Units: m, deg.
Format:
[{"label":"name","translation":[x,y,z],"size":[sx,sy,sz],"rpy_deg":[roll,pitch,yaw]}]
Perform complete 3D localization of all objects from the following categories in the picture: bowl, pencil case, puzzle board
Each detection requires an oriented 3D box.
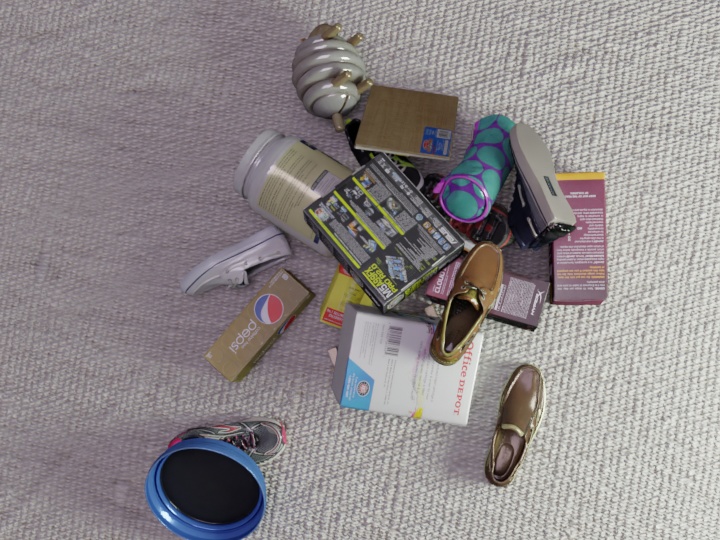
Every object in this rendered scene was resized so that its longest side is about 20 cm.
[{"label":"bowl","translation":[-0.249,0.358,1.563],"size":[0.200,0.039,0.201],"rpy_deg":[3,117,6]},{"label":"pencil case","translation":[0.189,-0.163,1.513],"size":[0.092,0.085,0.200],"rpy_deg":[31,45,1]},{"label":"puzzle board","translation":[0.078,-0.239,1.557],"size":[0.150,0.200,0.017],"rpy_deg":[9,129,3]}]

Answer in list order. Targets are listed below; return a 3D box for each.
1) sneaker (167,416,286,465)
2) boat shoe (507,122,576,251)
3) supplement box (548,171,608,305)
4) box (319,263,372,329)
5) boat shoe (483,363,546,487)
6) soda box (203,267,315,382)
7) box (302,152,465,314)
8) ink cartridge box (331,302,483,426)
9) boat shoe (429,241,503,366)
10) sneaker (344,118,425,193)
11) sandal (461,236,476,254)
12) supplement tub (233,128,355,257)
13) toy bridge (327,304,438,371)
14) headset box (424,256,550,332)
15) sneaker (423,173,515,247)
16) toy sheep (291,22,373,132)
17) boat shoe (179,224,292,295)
[{"label":"sneaker","translation":[-0.220,0.293,1.593],"size":[0.199,0.075,0.081],"rpy_deg":[-11,83,7]},{"label":"boat shoe","translation":[0.254,-0.124,1.479],"size":[0.093,0.074,0.201],"rpy_deg":[-41,53,41]},{"label":"supplement box","translation":[0.343,-0.047,1.524],"size":[0.085,0.110,0.201],"rpy_deg":[-1,84,8]},{"label":"box","translation":[0.000,0.000,1.557],"size":[0.075,0.050,0.200],"rpy_deg":[21,112,-8]},{"label":"boat shoe","translation":[0.249,0.248,1.527],"size":[0.074,0.075,0.203],"rpy_deg":[14,87,9]},{"label":"soda box","translation":[-0.168,0.092,1.609],"size":[0.068,0.064,0.200],"rpy_deg":[41,92,10]},{"label":"box","translation":[0.034,-0.059,1.451],"size":[0.160,0.044,0.200],"rpy_deg":[-38,72,-12]},{"label":"ink cartridge box","translation":[0.069,0.143,1.497],"size":[0.199,0.146,0.147],"rpy_deg":[10,93,-8]},{"label":"boat shoe","translation":[0.163,0.045,1.402],"size":[0.072,0.068,0.201],"rpy_deg":[20,77,4]},{"label":"sneaker","translation":[0.027,-0.181,1.560],"size":[0.072,0.083,0.200],"rpy_deg":[-43,50,1]},{"label":"sandal","translation":[0.112,-0.049,1.574],"size":[0.206,0.079,0.059],"rpy_deg":[28,86,8]},{"label":"supplement tub","translation":[-0.094,-0.130,1.579],"size":[0.200,0.145,0.145],"rpy_deg":[33,90,10]},{"label":"toy bridge","translation":[0.043,0.126,1.593],"size":[0.199,0.027,0.067],"rpy_deg":[-24,83,4]},{"label":"headset box","translation":[0.191,0.032,1.519],"size":[0.199,0.149,0.078],"rpy_deg":[15,86,9]},{"label":"sneaker","translation":[0.179,-0.095,1.574],"size":[0.200,0.098,0.071],"rpy_deg":[36,106,33]},{"label":"toy sheep","translation":[-0.050,-0.322,1.597],"size":[0.137,0.138,0.201],"rpy_deg":[-11,67,7]},{"label":"boat shoe","translation":[-0.209,-0.003,1.619],"size":[0.200,0.074,0.067],"rpy_deg":[-32,78,3]}]
